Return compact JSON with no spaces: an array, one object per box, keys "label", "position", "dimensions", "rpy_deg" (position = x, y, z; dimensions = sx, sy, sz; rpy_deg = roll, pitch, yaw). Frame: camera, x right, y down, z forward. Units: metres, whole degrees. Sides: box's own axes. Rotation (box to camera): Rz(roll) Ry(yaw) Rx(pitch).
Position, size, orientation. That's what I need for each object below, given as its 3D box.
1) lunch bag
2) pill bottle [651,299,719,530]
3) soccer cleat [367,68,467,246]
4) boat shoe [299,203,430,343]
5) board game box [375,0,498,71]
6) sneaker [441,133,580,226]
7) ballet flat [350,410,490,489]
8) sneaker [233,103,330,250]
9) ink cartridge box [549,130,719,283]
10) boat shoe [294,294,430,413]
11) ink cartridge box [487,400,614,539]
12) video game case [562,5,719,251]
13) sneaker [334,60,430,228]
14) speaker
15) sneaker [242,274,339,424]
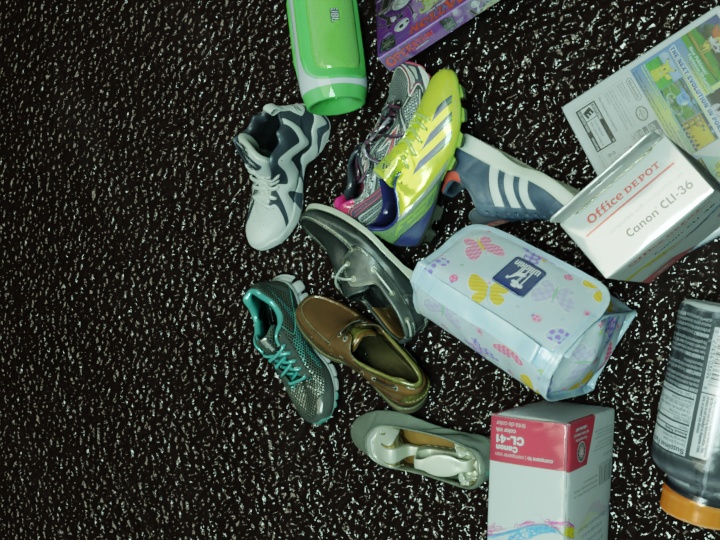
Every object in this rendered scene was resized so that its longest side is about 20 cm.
[{"label":"lunch bag","position":[0.161,0.039,0.838],"dimensions":[0.169,0.200,0.127],"rpy_deg":[33,106,29]},{"label":"pill bottle","position":[0.332,0.133,0.784],"dimensions":[0.106,0.106,0.201],"rpy_deg":[12,95,32]},{"label":"soccer cleat","position":[0.060,-0.123,0.927],"dimensions":[0.065,0.083,0.201],"rpy_deg":[-122,44,-70]},{"label":"boat shoe","position":[0.000,0.000,0.982],"dimensions":[0.200,0.068,0.072],"rpy_deg":[43,155,8]},{"label":"board game box","position":[0.103,-0.320,0.958],"dimensions":[0.200,0.032,0.120],"rpy_deg":[-27,48,28]},{"label":"sneaker","position":[0.170,-0.072,0.914],"dimensions":[0.200,0.075,0.085],"rpy_deg":[36,105,38]},{"label":"ballet flat","position":[0.062,0.204,0.971],"dimensions":[0.199,0.064,0.068],"rpy_deg":[4,103,32]},{"label":"sneaker","position":[-0.123,-0.121,1.063],"dimensions":[0.079,0.129,0.199],"rpy_deg":[38,108,28]},{"label":"ink cartridge box","position":[0.258,-0.050,0.754],"dimensions":[0.116,0.200,0.068],"rpy_deg":[-45,66,23]},{"label":"boat shoe","position":[0.002,0.083,1.000],"dimensions":[0.200,0.068,0.072],"rpy_deg":[34,67,20]},{"label":"ink cartridge box","position":[0.190,0.238,0.844],"dimensions":[0.085,0.147,0.201],"rpy_deg":[4,89,32]},{"label":"video game case","position":[0.325,-0.130,0.847],"dimensions":[0.182,0.022,0.200],"rpy_deg":[-32,71,27]},{"label":"sneaker","position":[0.031,-0.145,0.984],"dimensions":[0.081,0.074,0.201],"rpy_deg":[27,103,62]},{"label":"speaker","position":[-0.042,-0.299,1.046],"dimensions":[0.088,0.088,0.201],"rpy_deg":[-11,82,31]},{"label":"sneaker","position":[-0.096,0.101,1.061],"dimensions":[0.077,0.091,0.200],"rpy_deg":[-32,72,28]}]
